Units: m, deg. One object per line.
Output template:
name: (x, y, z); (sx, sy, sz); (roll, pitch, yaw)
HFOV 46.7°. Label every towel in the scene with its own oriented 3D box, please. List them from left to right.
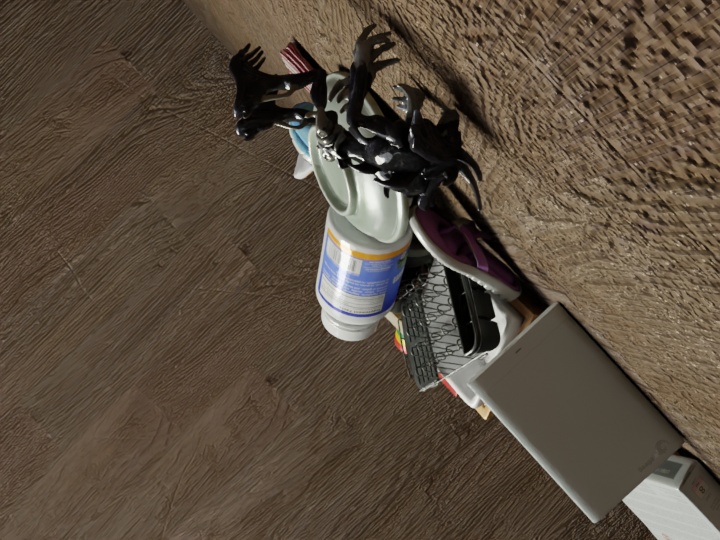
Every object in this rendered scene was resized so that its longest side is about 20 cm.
towel: (-0.050, -0.248, 1.171); (0.144, 0.023, 0.200); (45, -177, -6)

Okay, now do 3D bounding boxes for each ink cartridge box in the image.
ink cartridge box: (0.393, 0.294, 1.009); (0.200, 0.057, 0.162); (42, 163, -15)

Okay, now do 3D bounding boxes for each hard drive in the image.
hard drive: (0.231, 0.152, 0.900); (0.200, 0.132, 0.026); (47, -179, 2)

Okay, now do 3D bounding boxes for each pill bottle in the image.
pill bottle: (0.000, 0.000, 1.103); (0.112, 0.112, 0.200); (48, 146, 30)

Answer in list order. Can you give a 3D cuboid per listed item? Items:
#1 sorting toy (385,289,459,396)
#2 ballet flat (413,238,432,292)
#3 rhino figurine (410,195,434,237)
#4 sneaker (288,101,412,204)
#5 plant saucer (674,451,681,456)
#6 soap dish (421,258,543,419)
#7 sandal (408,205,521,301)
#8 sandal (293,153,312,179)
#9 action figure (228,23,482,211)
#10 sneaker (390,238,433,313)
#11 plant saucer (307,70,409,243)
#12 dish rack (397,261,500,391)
sorting toy: (0.159, 0.108, 1.336); (0.199, 0.200, 0.070); (45, 137, 41)
ballet flat: (0.088, 0.007, 1.286); (0.072, 0.072, 0.201); (44, -152, -69)
rhino figurine: (0.058, -0.103, 1.252); (0.087, 0.060, 0.200); (39, -172, -21)
sneaker: (-0.005, -0.161, 1.048); (0.200, 0.078, 0.090); (37, 141, 19)
plant saucer: (0.371, 0.226, 1.112); (0.200, 0.037, 0.200); (47, -179, -1)
soap dish: (0.155, 0.073, 1.099); (0.081, 0.158, 0.200); (5, -153, -30)
sandal: (0.127, -0.030, 0.951); (0.202, 0.050, 0.083); (29, -151, -43)
sandal: (-0.046, -0.174, 1.220); (0.059, 0.079, 0.207); (15, 173, -16)
action figure: (0.006, -0.112, 0.595); (0.200, 0.102, 0.119); (20, 164, 18)
sneaker: (0.065, 0.010, 1.202); (0.200, 0.075, 0.107); (-179, 81, -75)
plant saucer: (-0.015, -0.118, 0.930); (0.200, 0.050, 0.200); (57, 160, 33)
dish rack: (0.097, 0.064, 1.066); (0.054, 0.200, 0.154); (5, -118, -29)
